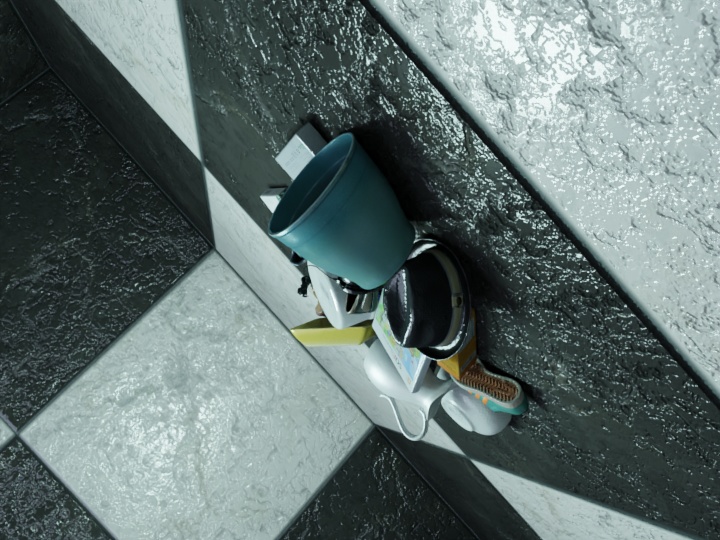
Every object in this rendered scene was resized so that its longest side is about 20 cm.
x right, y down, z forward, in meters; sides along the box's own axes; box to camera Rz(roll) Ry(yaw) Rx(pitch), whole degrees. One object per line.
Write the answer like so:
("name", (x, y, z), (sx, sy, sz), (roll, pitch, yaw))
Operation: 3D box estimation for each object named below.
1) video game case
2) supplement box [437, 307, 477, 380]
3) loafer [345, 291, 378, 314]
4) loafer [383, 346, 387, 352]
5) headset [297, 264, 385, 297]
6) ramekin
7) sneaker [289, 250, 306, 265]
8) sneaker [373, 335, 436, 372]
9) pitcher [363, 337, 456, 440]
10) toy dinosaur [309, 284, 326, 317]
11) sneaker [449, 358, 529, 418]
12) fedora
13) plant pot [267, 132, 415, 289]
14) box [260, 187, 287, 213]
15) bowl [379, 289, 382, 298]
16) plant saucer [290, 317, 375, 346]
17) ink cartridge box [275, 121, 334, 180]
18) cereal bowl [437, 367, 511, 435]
("video game case", (0.087, 0.097, 1.092), (0.184, 0.021, 0.204), (57, 144, 41))
("supplement box", (0.182, 0.130, 1.108), (0.066, 0.069, 0.202), (34, 156, 31))
("loafer", (0.000, 0.000, 1.136), (0.072, 0.061, 0.205), (42, 139, 52))
("loafer", (0.096, 0.109, 1.172), (0.072, 0.073, 0.199), (51, 136, -4))
("headset", (-0.023, -0.004, 1.056), (0.095, 0.195, 0.126), (-74, -36, -60))
("ramekin", (-0.043, 0.030, 1.288), (0.202, 0.096, 0.203), (57, 160, 32))
("sneaker", (-0.120, -0.075, 1.330), (0.073, 0.081, 0.202), (33, 147, 9))
("sneaker", (0.100, 0.209, 1.419), (0.198, 0.073, 0.082), (32, 178, -27))
("pitcher", (0.094, 0.258, 1.277), (0.198, 0.175, 0.121), (32, -174, 24))
("toy dinosaur", (-0.067, 0.084, 1.499), (0.085, 0.198, 0.139), (27, -139, -41))
("sneaker", (0.258, 0.241, 1.165), (0.199, 0.071, 0.081), (27, 156, 55))
("fedora", (0.092, 0.053, 0.943), (0.199, 0.090, 0.207), (17, 111, 53))
("plant pot", (-0.017, -0.077, 0.924), (0.187, 0.202, 0.199), (41, 167, -23))
("box", (-0.164, -0.121, 1.463), (0.201, 0.036, 0.143), (53, 163, -22))
("bowl", (0.084, 0.088, 1.311), (0.200, 0.039, 0.202), (43, 164, 15))
("plant saucer", (-0.048, 0.149, 1.410), (0.199, 0.194, 0.050), (-14, -81, -73))
("ink cartridge box", (-0.067, -0.168, 1.089), (0.201, 0.041, 0.199), (50, 164, -12))
("cereal bowl", (0.248, 0.307, 1.327), (0.199, 0.083, 0.201), (42, 163, 15))
